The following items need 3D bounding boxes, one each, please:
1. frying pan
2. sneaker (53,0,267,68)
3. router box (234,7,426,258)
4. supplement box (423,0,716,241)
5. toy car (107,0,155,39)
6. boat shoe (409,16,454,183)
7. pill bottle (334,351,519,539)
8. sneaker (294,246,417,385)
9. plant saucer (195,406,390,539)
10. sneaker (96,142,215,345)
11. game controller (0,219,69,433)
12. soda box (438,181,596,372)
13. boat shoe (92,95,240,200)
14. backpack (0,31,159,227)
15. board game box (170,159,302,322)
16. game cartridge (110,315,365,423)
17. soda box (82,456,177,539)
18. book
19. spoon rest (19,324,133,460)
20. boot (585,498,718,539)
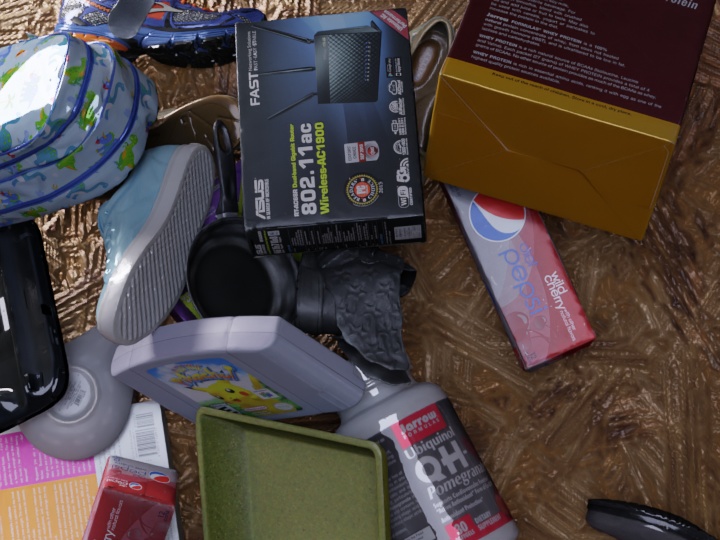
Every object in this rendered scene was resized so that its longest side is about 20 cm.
[{"bbox_3d":[-0.119,-0.022,1.600,0.115,0.031,0.191,-30,91,-39],"label":"frying pan"},{"bbox_3d":[-0.182,-0.228,1.697,0.199,0.075,0.079,1,80,3],"label":"sneaker"},{"bbox_3d":[-0.026,-0.117,1.587,0.149,0.062,0.201,-6,68,3],"label":"router box"},{"bbox_3d":[0.179,-0.165,1.588,0.196,0.133,0.201,17,55,6],"label":"supplement box"},{"bbox_3d":[-0.158,-0.293,1.651,0.200,0.158,0.164,-38,73,-5],"label":"toy car"},{"bbox_3d":[0.036,-0.128,1.660,0.073,0.063,0.201,15,80,-5],"label":"boat shoe"},{"bbox_3d":[0.043,0.165,1.614,0.110,0.111,0.201,-29,82,1],"label":"pill bottle"},{"bbox_3d":[0.000,-0.002,1.604,0.104,0.060,0.201,5,60,2],"label":"sneaker"},{"bbox_3d":[-0.045,0.218,1.595,0.199,0.048,0.201,8,108,36],"label":"plant saucer"},{"bbox_3d":[-0.189,-0.022,1.592,0.082,0.074,0.201,2,50,28],"label":"sneaker"},{"bbox_3d":[-0.315,0.046,1.659,0.104,0.042,0.201,-32,55,22],"label":"game controller"},{"bbox_3d":[0.134,-0.015,1.650,0.070,0.063,0.201,-24,83,0],"label":"soda box"},{"bbox_3d":[-0.180,-0.109,1.688,0.199,0.065,0.073,-16,88,21],"label":"boat shoe"},{"bbox_3d":[-0.268,-0.124,1.616,0.199,0.154,0.164,1,58,26],"label":"backpack"},{"bbox_3d":[-0.096,-0.030,1.660,0.200,0.032,0.120,-38,86,-19],"label":"board game box"},{"bbox_3d":[-0.111,0.085,1.583,0.199,0.133,0.041,-12,51,41],"label":"game cartridge"},{"bbox_3d":[-0.213,0.263,1.602,0.063,0.070,0.201,16,107,-8],"label":"soda box"},{"bbox_3d":[-0.264,0.196,1.671,0.199,0.048,0.134,-9,82,2],"label":"book"},{"bbox_3d":[-0.229,0.074,1.667,0.099,0.061,0.201,27,80,8],"label":"spoon rest"},{"bbox_3d":[0.269,0.280,1.608,0.199,0.070,0.132,21,91,11],"label":"boot"}]
